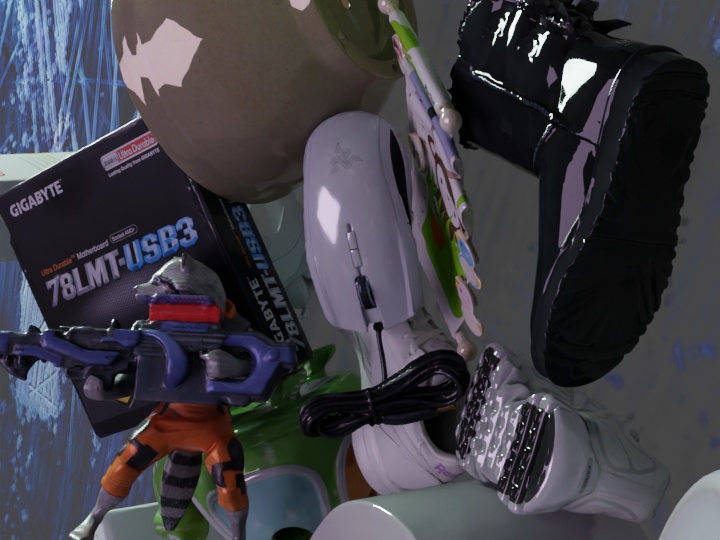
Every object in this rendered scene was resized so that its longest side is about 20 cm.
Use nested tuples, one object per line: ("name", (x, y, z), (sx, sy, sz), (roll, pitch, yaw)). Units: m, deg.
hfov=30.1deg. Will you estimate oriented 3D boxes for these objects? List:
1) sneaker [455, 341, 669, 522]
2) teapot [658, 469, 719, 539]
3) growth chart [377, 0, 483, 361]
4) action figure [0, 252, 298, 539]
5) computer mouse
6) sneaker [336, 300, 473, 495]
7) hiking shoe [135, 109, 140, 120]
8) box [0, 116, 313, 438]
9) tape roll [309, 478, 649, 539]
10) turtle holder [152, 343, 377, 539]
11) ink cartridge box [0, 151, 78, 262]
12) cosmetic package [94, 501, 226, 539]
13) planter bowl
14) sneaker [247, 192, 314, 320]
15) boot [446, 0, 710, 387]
("sneaker", (0.106, 0.094, 0.746), (0.200, 0.081, 0.076), (-127, 54, -76))
("teapot", (0.194, 0.183, 0.540), (0.200, 0.145, 0.198), (107, 177, -71))
("growth chart", (0.046, -0.051, 0.825), (0.145, 0.018, 0.201), (-114, 12, -46))
("action figure", (-0.139, 0.082, 0.876), (0.105, 0.199, 0.195), (-5, -75, -83))
("computer mouse", (0.000, 0.000, 0.828), (0.044, 0.109, 0.201), (-5, -96, -75))
("sneaker", (0.034, 0.047, 0.892), (0.099, 0.075, 0.201), (-19, 81, 46))
("hiking shoe", (-0.167, -0.135, 1.207), (0.087, 0.074, 0.201), (-36, 63, 58))
("box", (-0.154, 0.003, 0.958), (0.199, 0.050, 0.199), (-20, 97, 37))
("tape roll", (0.070, 0.221, 0.763), (0.202, 0.138, 0.204), (14, 106, 61))
("turtle holder", (-0.070, 0.148, 0.972), (0.141, 0.185, 0.132), (-172, 59, -83))
("ink cartridge box", (-0.294, -0.067, 1.318), (0.145, 0.199, 0.084), (25, 116, 58))
("cosmetic package", (-0.156, 0.299, 1.159), (0.200, 0.165, 0.168), (-44, 56, 55))
("planter bowl", (-0.047, -0.160, 0.894), (0.134, 0.200, 0.201), (-20, 75, 34))
("sneaker", (-0.068, -0.049, 1.047), (0.075, 0.114, 0.201), (-54, 14, 49))
("boot", (0.102, -0.059, 0.733), (0.162, 0.073, 0.199), (42, 127, 51))
